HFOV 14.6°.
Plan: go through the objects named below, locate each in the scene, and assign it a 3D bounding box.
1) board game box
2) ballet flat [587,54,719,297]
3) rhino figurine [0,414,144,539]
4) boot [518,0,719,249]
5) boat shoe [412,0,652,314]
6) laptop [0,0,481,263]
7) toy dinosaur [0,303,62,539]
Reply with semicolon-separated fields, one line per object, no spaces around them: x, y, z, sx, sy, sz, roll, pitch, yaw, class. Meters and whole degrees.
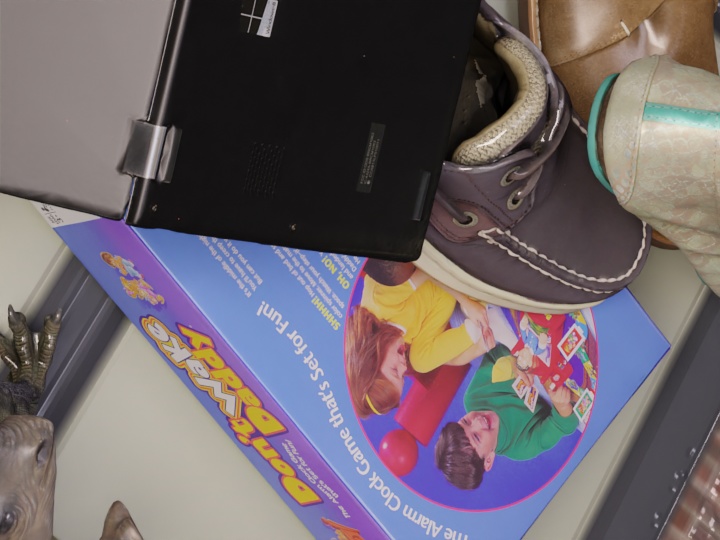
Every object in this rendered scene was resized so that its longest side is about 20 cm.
0.000;0.000;0.938;0.200;0.045;0.135;51;61;-19;board game box
0.137;-0.024;0.955;0.200;0.062;0.068;18;78;-63;ballet flat
-0.093;0.112;0.817;0.087;0.060;0.200;-31;134;-13;rhino figurine
0.101;-0.103;0.998;0.074;0.075;0.201;-25;102;-38;boot
0.032;-0.048;0.891;0.200;0.065;0.072;40;62;-33;boat shoe
-0.063;-0.113;0.790;0.200;0.116;0.188;7;98;-51;laptop
-0.124;0.047;0.845;0.200;0.047;0.088;35;43;-50;toy dinosaur
